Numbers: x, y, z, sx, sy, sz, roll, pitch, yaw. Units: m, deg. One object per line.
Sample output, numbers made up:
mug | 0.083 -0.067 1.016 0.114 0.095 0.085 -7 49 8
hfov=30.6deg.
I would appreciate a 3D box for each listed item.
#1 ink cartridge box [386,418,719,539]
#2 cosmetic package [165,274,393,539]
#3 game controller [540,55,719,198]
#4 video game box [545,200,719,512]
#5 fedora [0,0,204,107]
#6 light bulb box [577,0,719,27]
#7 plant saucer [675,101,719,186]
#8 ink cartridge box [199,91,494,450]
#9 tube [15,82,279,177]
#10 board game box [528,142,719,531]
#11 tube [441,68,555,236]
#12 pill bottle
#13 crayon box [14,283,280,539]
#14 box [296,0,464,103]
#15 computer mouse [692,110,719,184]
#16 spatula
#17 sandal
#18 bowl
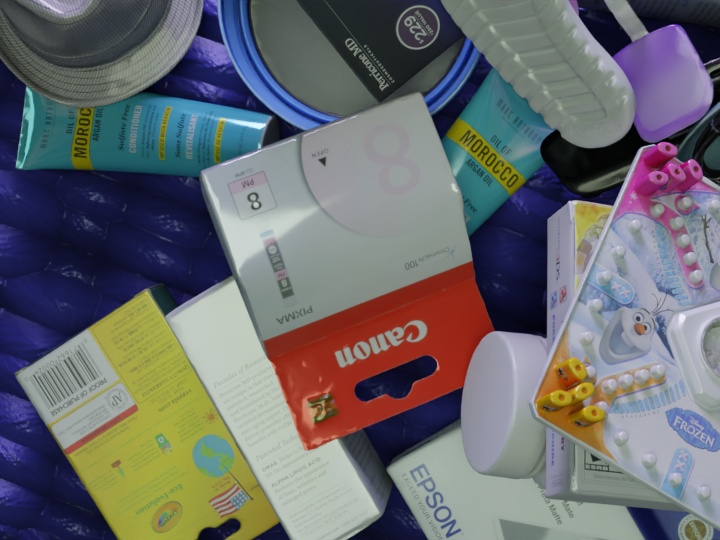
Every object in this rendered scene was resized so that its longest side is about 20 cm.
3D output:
ink cartridge box | 0.152 0.180 0.971 0.199 0.041 0.200 -31 91 8
cosmetic package | -0.056 0.098 0.958 0.074 0.102 0.201 -31 89 6
game controller | 0.222 -0.108 0.898 0.199 0.104 0.042 -24 61 16
video game box | 0.213 0.060 0.831 0.199 0.047 0.183 9 74 -16
fedora | -0.211 -0.225 0.939 0.176 0.090 0.201 -22 82 7
light bulb box | 0.258 -0.267 0.880 0.199 0.125 0.200 9 96 7
plant saucer | 0.303 -0.070 0.884 0.199 0.201 0.028 -4 51 7
ink cartridge box | 0.000 0.000 0.893 0.162 0.057 0.201 -21 85 -8
tube | -0.161 -0.103 0.984 0.199 0.050 0.078 8 85 11
board game box | 0.224 0.048 0.801 0.199 0.026 0.201 31 67 -7
tube | 0.061 -0.049 0.955 0.077 0.050 0.200 41 93 -17
pill bottle | 0.176 0.099 0.895 0.199 0.114 0.115 7 96 -16
crayon box | -0.153 0.128 0.996 0.127 0.051 0.201 -31 90 8
box | 0.001 -0.234 0.858 0.141 0.079 0.200 -37 117 10
computer mouse | 0.249 -0.034 0.884 0.058 0.201 0.034 -4 50 9
spatula | 0.158 -0.177 0.830 0.056 0.021 0.201 -26 105 25
sandal | 0.106 -0.167 0.839 0.082 0.050 0.203 -21 111 38
bowl | -0.003 -0.195 0.958 0.199 0.039 0.202 0 94 6
